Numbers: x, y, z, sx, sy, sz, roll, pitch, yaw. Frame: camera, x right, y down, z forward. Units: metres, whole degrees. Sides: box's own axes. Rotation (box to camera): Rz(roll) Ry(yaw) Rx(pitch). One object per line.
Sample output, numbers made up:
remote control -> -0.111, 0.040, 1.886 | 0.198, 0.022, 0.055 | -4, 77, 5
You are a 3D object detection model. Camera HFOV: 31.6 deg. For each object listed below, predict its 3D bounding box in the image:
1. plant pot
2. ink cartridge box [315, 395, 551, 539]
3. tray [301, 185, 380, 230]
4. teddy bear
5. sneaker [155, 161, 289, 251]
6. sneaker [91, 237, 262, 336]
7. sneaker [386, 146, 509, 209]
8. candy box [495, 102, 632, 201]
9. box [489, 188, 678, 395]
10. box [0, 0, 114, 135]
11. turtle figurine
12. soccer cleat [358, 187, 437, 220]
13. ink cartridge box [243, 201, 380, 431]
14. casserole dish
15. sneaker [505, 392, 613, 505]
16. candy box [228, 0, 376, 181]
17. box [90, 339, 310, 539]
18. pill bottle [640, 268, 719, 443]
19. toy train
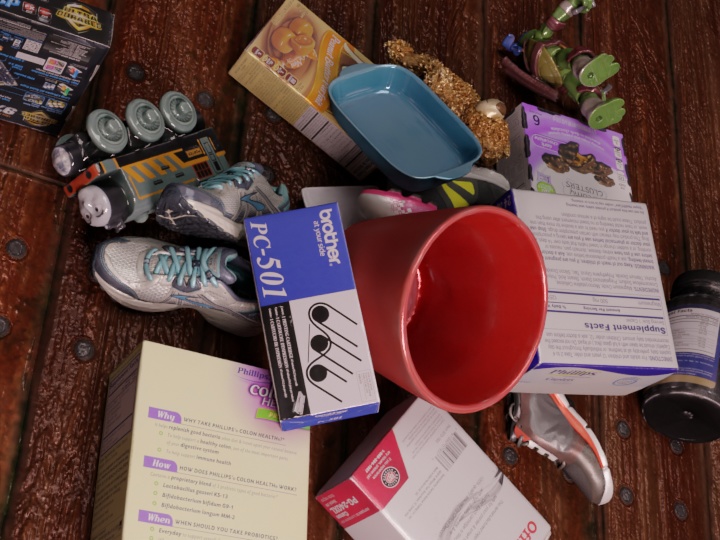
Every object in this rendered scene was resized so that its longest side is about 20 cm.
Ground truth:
plant pot -> 0.060, 0.027, 1.279 | 0.200, 0.177, 0.202 | -6, 100, -37
ink cartridge box -> 0.076, 0.246, 1.291 | 0.200, 0.083, 0.145 | 48, 50, -3
tray -> 0.000, 0.000, 1.412 | 0.107, 0.022, 0.201 | -3, 68, -35
teddy bear -> 0.107, -0.209, 1.512 | 0.145, 0.067, 0.200 | 45, 1, -45
sneaker -> -0.136, -0.071, 1.281 | 0.200, 0.077, 0.087 | 20, 78, -63
sneaker -> -0.163, 0.000, 1.255 | 0.199, 0.086, 0.078 | 15, 60, -25
sneaker -> 0.096, -0.095, 1.503 | 0.199, 0.074, 0.085 | 12, 99, -43
candy box -> 0.258, -0.090, 1.593 | 0.167, 0.071, 0.201 | 13, 60, -28
box -> 0.230, 0.027, 1.393 | 0.183, 0.105, 0.201 | 4, 66, -25
box -> -0.354, -0.213, 1.207 | 0.199, 0.159, 0.046 | 15, 55, -25
turtle figurine -> 0.299, -0.277, 1.646 | 0.199, 0.145, 0.194 | 6, 30, -22
soccer cleat -> 0.069, -0.026, 1.412 | 0.199, 0.070, 0.087 | 25, 76, -42
ink cartridge box -> -0.047, 0.041, 1.194 | 0.093, 0.044, 0.201 | -11, 70, -5
casserole dish -> 0.045, -0.155, 1.404 | 0.121, 0.039, 0.200 | -21, 57, -31
sneaker -> 0.206, 0.184, 1.431 | 0.082, 0.077, 0.201 | -30, 81, -14
candy box -> -0.041, -0.212, 1.476 | 0.200, 0.055, 0.116 | 38, 53, -10
box -> -0.145, 0.189, 1.171 | 0.175, 0.097, 0.201 | 15, 59, -26
pill bottle -> 0.414, 0.101, 1.568 | 0.112, 0.112, 0.201 | 32, 53, -15
toy train -> -0.217, -0.108, 1.278 | 0.200, 0.085, 0.114 | -27, 88, -52
